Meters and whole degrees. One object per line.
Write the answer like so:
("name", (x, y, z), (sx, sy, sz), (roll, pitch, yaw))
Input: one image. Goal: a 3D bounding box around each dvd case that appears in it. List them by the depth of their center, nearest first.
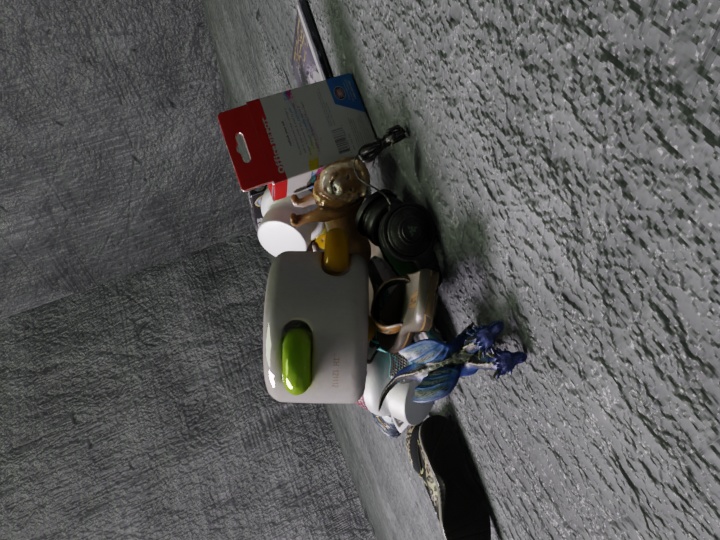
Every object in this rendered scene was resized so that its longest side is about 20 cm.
("dvd case", (-0.086, -0.338, 0.916), (0.200, 0.015, 0.154), (146, 106, -76))

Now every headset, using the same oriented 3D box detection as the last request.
("headset", (0.050, -0.065, 0.645), (0.123, 0.093, 0.204), (37, 158, 57))

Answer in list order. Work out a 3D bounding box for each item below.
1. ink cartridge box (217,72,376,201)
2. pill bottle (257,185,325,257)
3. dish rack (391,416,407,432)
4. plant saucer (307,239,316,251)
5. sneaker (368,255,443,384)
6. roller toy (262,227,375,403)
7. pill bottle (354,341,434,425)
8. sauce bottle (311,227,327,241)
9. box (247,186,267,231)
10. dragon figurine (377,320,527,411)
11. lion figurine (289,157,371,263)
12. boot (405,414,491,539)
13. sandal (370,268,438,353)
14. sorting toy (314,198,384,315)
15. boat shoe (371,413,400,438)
("ink cartridge box", (-0.085, -0.177, 0.726), (0.067, 0.193, 0.120), (127, 122, -74))
("pill bottle", (-0.097, -0.121, 0.854), (0.113, 0.106, 0.205), (86, -165, -50))
("dish rack", (0.063, 0.185, 0.939), (0.202, 0.042, 0.176), (101, 148, -64))
("plant saucer", (-0.066, 0.052, 0.909), (0.200, 0.033, 0.210), (3, -90, -78))
("sneaker", (0.040, 0.066, 0.731), (0.077, 0.091, 0.203), (37, -161, -46))
("roller toy", (-0.047, 0.070, 0.679), (0.184, 0.133, 0.208), (95, 176, -63))
("pill bottle", (0.016, 0.151, 0.804), (0.195, 0.109, 0.113), (18, 131, 39))
("sauce bottle", (-0.093, -0.103, 1.014), (0.201, 0.064, 0.065), (48, 164, 3))
("box", (-0.180, -0.171, 1.221), (0.046, 0.155, 0.201), (65, 165, 14))
("dragon figurine", (0.079, 0.100, 0.554), (0.099, 0.195, 0.061), (2, -113, -63))
("lion figurine", (-0.025, -0.059, 0.731), (0.074, 0.118, 0.204), (-90, -17, -45))
("boot", (0.128, 0.325, 0.806), (0.154, 0.071, 0.211), (112, 142, -75))
("sandal", (0.040, 0.046, 0.601), (0.200, 0.052, 0.085), (126, 151, -75))
("sorting toy", (0.000, 0.000, 0.897), (0.180, 0.103, 0.208), (-9, -99, -84))
("boat shoe", (0.029, 0.249, 1.103), (0.093, 0.068, 0.203), (91, 155, -45))
